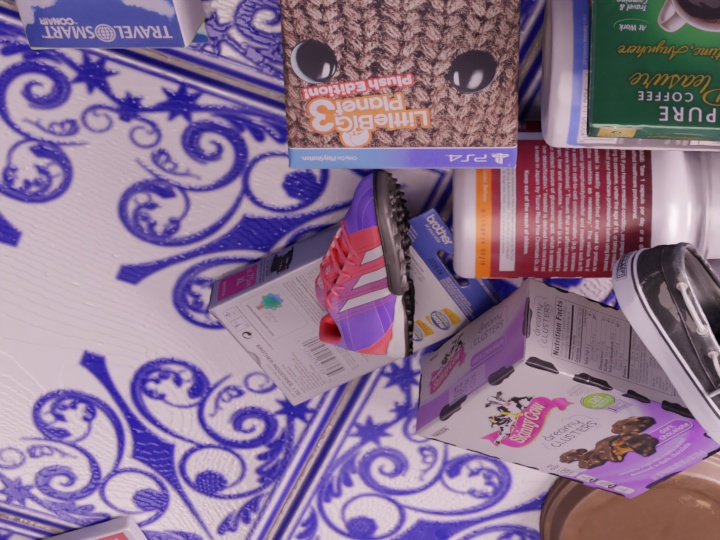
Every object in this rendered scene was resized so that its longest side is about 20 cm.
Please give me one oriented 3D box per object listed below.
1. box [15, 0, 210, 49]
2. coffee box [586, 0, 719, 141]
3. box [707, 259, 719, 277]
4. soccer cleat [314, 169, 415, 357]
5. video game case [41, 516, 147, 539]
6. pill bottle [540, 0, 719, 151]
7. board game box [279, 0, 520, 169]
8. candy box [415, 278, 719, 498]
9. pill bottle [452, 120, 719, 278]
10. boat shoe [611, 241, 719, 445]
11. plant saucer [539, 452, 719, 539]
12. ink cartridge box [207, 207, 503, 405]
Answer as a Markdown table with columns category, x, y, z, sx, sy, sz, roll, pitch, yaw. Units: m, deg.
| category | x | y | z | sx | sy | sz | roll | pitch | yaw |
| --- | --- | --- | --- | --- | --- | --- | --- | --- | --- |
| box | -0.180 | -0.222 | 1.424 | 0.122 | 0.048 | 0.200 | 2 | 131 | 18 |
| coffee box | 0.206 | -0.183 | 1.376 | 0.123 | 0.201 | 0.044 | 1 | 173 | 1 |
| box | 0.329 | -0.006 | 1.556 | 0.199 | 0.117 | 0.060 | -11 | 131 | 10 |
| soccer cleat | 0.000 | 0.000 | 1.532 | 0.073 | 0.068 | 0.200 | 0 | 148 | 4 |
| video game case | -0.222 | 0.303 | 1.895 | 0.143 | 0.017 | 0.200 | -17 | 127 | 16 |
| pill bottle | 0.225 | -0.137 | 1.450 | 0.199 | 0.114 | 0.114 | 1 | 130 | 1 |
| board game box | 0.027 | -0.175 | 1.436 | 0.159 | 0.097 | 0.200 | -1 | 129 | 3 |
| candy box | 0.167 | 0.094 | 1.623 | 0.199 | 0.072 | 0.168 | 18 | 150 | -21 |
| pill bottle | 0.165 | -0.050 | 1.525 | 0.199 | 0.113 | 0.113 | 0 | 130 | 3 |
| boat shoe | 0.254 | 0.053 | 1.485 | 0.068 | 0.074 | 0.200 | -19 | 120 | 36 |
| plant saucer | 0.251 | 0.219 | 1.802 | 0.199 | 0.030 | 0.201 | 0 | 130 | 1 |
| ink cartridge box | -0.001 | 0.020 | 1.637 | 0.200 | 0.042 | 0.119 | -24 | 125 | 23 |
